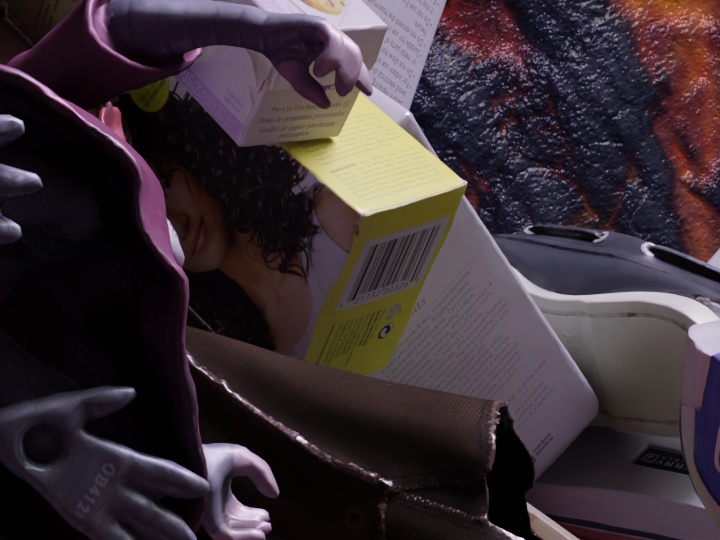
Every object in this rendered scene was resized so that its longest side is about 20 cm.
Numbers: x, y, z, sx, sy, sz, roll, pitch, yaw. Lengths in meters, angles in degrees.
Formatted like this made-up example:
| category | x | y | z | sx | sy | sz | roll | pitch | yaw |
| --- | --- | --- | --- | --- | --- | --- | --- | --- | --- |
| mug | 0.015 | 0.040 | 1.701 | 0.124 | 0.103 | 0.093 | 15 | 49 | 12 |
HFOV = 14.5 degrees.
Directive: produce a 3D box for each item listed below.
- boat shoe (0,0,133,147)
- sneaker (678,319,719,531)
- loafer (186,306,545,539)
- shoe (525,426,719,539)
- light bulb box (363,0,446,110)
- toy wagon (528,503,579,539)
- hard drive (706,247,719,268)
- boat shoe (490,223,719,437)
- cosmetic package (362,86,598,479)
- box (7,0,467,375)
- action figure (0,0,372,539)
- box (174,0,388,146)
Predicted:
| category | x | y | z | sx | sy | sz | roll | pitch | yaw |
| --- | --- | --- | --- | --- | --- | --- | --- | --- | --- |
| boat shoe | -0.145 | -0.074 | 0.806 | 0.200 | 0.072 | 0.076 | 29 | 36 | 24 |
| sneaker | 0.140 | 0.110 | 0.710 | 0.115 | 0.080 | 0.200 | -114 | -169 | -62 |
| loafer | 0.013 | 0.059 | 0.734 | 0.200 | 0.071 | 0.073 | 36 | 5 | 14 |
| shoe | 0.113 | 0.104 | 1.083 | 0.200 | 0.071 | 0.091 | 11 | -53 | 41 |
| light bulb box | -0.068 | -0.149 | 1.187 | 0.198 | 0.201 | 0.125 | 15 | -8 | 34 |
| toy wagon | 0.062 | 0.104 | 0.845 | 0.155 | 0.040 | 0.200 | 35 | 5 | 4 |
| hard drive | 0.184 | 0.058 | 1.234 | 0.132 | 0.200 | 0.026 | 36 | -21 | 18 |
| boat shoe | 0.086 | 0.017 | 1.083 | 0.066 | 0.075 | 0.199 | -21 | 15 | -35 |
| cosmetic package | 0.000 | 0.000 | 0.981 | 0.102 | 0.074 | 0.200 | 38 | -11 | 37 |
| box | -0.062 | -0.053 | 0.838 | 0.050 | 0.075 | 0.200 | -18 | 50 | -45 |
| action figure | -0.077 | 0.002 | 0.618 | 0.148 | 0.135 | 0.200 | 7 | 13 | -7 |
| box | -0.070 | -0.110 | 0.812 | 0.041 | 0.039 | 0.200 | -7 | 44 | -43 |
